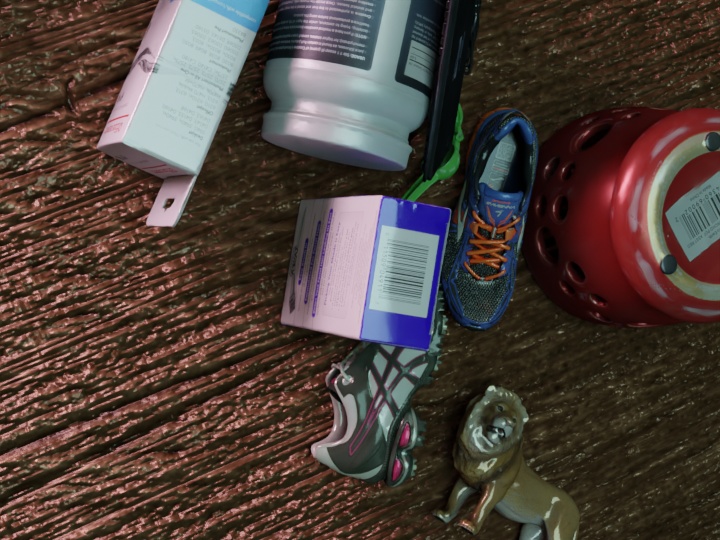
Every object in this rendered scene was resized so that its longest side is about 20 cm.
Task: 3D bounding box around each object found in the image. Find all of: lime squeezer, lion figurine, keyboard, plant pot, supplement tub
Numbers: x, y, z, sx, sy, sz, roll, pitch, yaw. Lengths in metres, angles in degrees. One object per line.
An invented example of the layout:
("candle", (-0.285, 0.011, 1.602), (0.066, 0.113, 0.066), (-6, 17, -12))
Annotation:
("lime squeezer", (0.058, -0.124, 1.227), (0.070, 0.038, 0.202), (12, 86, -24))
("lion figurine", (0.143, 0.202, 1.264), (0.200, 0.072, 0.123), (46, 69, -30))
("keyboard", (0.077, -0.184, 1.149), (0.020, 0.127, 0.201), (15, 122, 11))
("plant pot", (0.264, -0.044, 1.233), (0.199, 0.182, 0.202), (-2, 95, -21))
("supplement tub", (-0.001, -0.193, 1.150), (0.139, 0.140, 0.202), (13, 87, -20))

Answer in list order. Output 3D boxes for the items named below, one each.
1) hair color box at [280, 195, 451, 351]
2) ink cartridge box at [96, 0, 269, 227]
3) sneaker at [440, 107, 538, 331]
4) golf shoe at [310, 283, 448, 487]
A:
("hair color box", (0.000, 0.000, 1.125), (0.064, 0.200, 0.110), (10, 88, -22))
("ink cartridge box", (-0.147, -0.139, 1.111), (0.066, 0.116, 0.201), (24, 83, -19))
("sneaker", (0.111, -0.047, 1.222), (0.075, 0.078, 0.202), (8, 87, -2))
("golf shoe", (0.019, 0.082, 1.204), (0.087, 0.077, 0.202), (12, 87, -13))
